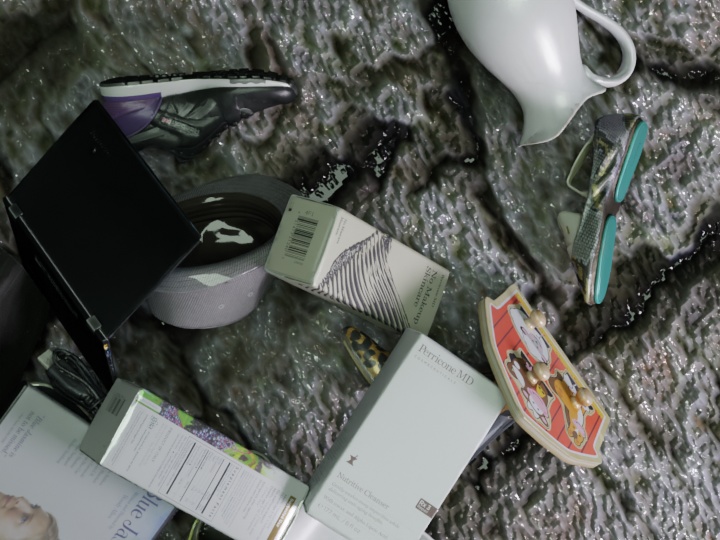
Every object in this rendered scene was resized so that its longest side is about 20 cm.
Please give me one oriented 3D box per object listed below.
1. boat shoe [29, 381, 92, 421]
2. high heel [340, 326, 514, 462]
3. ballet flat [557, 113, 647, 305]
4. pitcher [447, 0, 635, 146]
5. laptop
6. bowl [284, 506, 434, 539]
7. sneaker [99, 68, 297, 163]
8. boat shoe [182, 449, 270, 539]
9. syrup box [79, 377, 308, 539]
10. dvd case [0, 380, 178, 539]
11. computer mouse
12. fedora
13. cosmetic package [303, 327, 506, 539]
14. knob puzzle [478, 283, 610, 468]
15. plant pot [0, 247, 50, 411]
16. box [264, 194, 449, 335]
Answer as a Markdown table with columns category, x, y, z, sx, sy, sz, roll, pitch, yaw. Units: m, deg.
| category | x | y | z | sx | sy | sz | roll | pitch | yaw |
| --- | --- | --- | --- | --- | --- | --- | --- | --- | --- |
| boat shoe | -0.285 | 0.199 | 1.442 | 0.074 | 0.062 | 0.201 | -30 | 90 | -3 |
| high heel | 0.084 | 0.094 | 1.465 | 0.142 | 0.071 | 0.200 | -43 | 105 | -1 |
| ballet flat | 0.242 | -0.067 | 1.493 | 0.071 | 0.072 | 0.202 | 15 | 88 | -4 |
| pitcher | 0.186 | -0.253 | 1.471 | 0.171 | 0.121 | 0.201 | -34 | 102 | -25 |
| laptop | -0.242 | -0.015 | 1.369 | 0.115 | 0.201 | 0.188 | -30 | 65 | -19 |
| bowl | -0.019 | 0.329 | 1.434 | 0.199 | 0.075 | 0.201 | 37 | 67 | -3 |
| sneaker | -0.161 | -0.156 | 1.464 | 0.198 | 0.076 | 0.089 | -4 | 104 | -1 |
| boat shoe | -0.144 | 0.278 | 1.451 | 0.072 | 0.060 | 0.203 | 24 | 87 | -3 |
| syrup box | -0.155 | 0.186 | 1.356 | 0.199 | 0.079 | 0.082 | 33 | 80 | -23 |
| dvd case | -0.279 | 0.215 | 1.363 | 0.200 | 0.018 | 0.143 | 38 | 85 | -24 |
| computer mouse | -0.314 | 0.184 | 1.391 | 0.138 | 0.053 | 0.200 | 42 | 86 | 10 |
| fedora | -0.143 | -0.008 | 1.427 | 0.199 | 0.176 | 0.091 | -32 | 130 | -34 |
| cosmetic package | 0.042 | 0.168 | 1.384 | 0.112 | 0.081 | 0.201 | 32 | 89 | -7 |
| knob puzzle | 0.183 | 0.105 | 1.415 | 0.030 | 0.220 | 0.221 | -34 | 92 | 24 |
| plant pot | -0.411 | 0.041 | 1.360 | 0.199 | 0.200 | 0.178 | 36 | 76 | 14 |
| box | 0.000 | 0.000 | 1.403 | 0.068 | 0.199 | 0.083 | 16 | 84 | 39 |
